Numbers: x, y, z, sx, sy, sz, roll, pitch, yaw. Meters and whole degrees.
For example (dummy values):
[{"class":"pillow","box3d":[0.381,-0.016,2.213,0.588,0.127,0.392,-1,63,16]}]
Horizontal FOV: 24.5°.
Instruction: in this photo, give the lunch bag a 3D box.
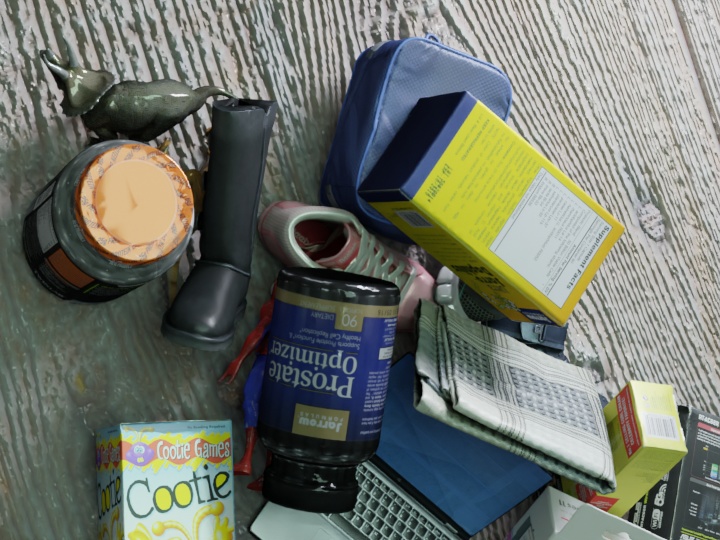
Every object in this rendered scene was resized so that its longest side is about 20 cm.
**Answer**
[{"class":"lunch bag","box3d":[0.048,-0.129,1.576,0.135,0.132,0.202,20,84,-21]}]

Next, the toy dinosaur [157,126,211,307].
[{"class":"toy dinosaur","box3d":[-0.152,-0.066,1.525,0.106,0.060,0.201,38,71,-15]}]

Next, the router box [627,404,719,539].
[{"class":"router box","box3d":[0.356,0.230,1.657,0.199,0.062,0.152,22,74,-37]}]

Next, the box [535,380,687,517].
[{"class":"box","box3d":[0.233,0.187,1.565,0.050,0.200,0.076,9,53,-21]}]

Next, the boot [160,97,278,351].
[{"class":"boot","box3d":[-0.120,-0.045,1.449,0.065,0.165,0.202,13,104,0]}]

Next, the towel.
[{"class":"towel","box3d":[0.136,0.104,1.492,0.198,0.193,0.035,24,116,-10]}]

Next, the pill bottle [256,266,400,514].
[{"class":"pill bottle","box3d":[-0.031,0.104,1.451,0.111,0.112,0.203,6,95,-21]}]

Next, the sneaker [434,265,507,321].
[{"class":"sneaker","box3d":[0.138,-0.036,1.608,0.077,0.090,0.202,35,59,-51]}]

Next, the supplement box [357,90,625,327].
[{"class":"supplement box","box3d":[0.116,-0.053,1.476,0.199,0.109,0.109,39,79,-17]}]

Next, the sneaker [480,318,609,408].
[{"class":"sneaker","box3d":[0.205,0.089,1.639,0.200,0.077,0.148,18,79,-18]}]

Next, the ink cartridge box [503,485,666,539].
[{"class":"ink cartridge box","box3d":[0.193,0.281,1.547,0.116,0.201,0.068,26,30,-17]}]

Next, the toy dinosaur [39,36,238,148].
[{"class":"toy dinosaur","box3d":[-0.198,-0.145,1.494,0.198,0.102,0.078,8,80,-20]}]

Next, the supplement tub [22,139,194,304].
[{"class":"supplement tub","box3d":[-0.214,-0.041,1.419,0.121,0.200,0.124,3,81,-22]}]

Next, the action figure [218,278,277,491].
[{"class":"action figure","box3d":[-0.088,0.098,1.527,0.065,0.051,0.202,34,59,-41]}]

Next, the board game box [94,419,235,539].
[{"class":"board game box","box3d":[-0.171,0.236,1.449,0.102,0.105,0.203,0,82,-21]}]

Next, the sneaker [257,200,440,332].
[{"class":"sneaker","box3d":[0.000,0.000,1.549,0.199,0.105,0.076,31,83,-15]}]

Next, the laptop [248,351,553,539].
[{"class":"laptop","box3d":[0.037,0.215,1.531,0.187,0.116,0.201,41,70,-11]}]
